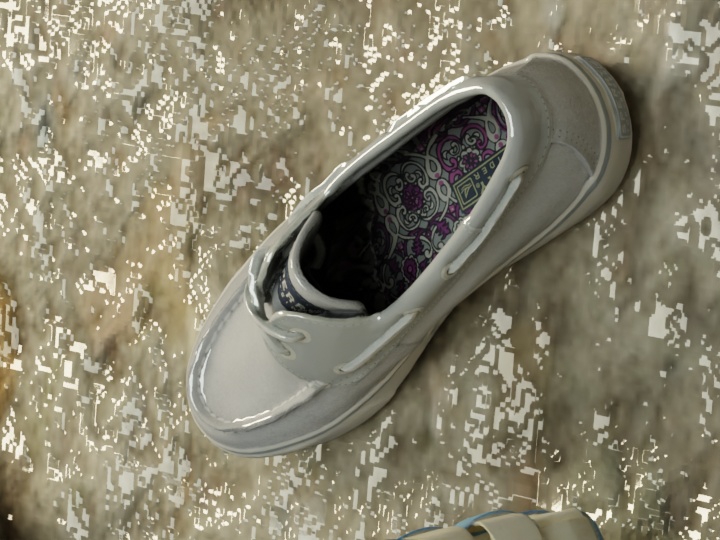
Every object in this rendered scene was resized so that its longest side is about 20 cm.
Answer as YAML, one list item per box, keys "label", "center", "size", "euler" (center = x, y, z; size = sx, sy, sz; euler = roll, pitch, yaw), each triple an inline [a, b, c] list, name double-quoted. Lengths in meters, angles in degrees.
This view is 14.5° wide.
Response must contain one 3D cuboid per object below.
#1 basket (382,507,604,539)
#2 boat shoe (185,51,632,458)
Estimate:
- label: "basket"
  center: [0.011, 0.174, 0.855]
  size: [0.200, 0.139, 0.177]
  euler: [-40, 64, 42]
- label: "boat shoe"
  center: [0.000, 0.000, 0.898]
  size: [0.200, 0.068, 0.072]
  euler: [-33, 72, 37]
